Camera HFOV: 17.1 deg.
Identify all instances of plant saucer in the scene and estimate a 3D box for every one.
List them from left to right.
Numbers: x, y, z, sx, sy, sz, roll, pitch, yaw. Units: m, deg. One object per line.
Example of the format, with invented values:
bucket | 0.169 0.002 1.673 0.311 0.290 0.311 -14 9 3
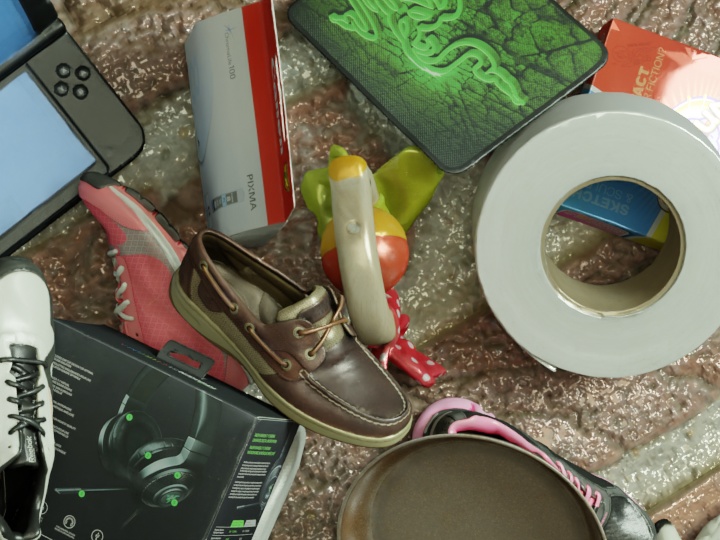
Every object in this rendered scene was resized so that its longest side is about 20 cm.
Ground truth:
plant saucer | 0.083 0.197 1.714 0.200 0.032 0.201 6 118 12

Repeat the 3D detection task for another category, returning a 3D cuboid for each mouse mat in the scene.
mouse mat | 0.063 -0.175 1.765 0.161 0.008 0.200 -37 64 -16

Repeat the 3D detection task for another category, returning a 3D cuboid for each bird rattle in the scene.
bird rattle | 0.000 0.000 1.715 0.112 0.163 0.201 -1 74 10

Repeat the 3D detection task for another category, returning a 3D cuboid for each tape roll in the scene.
tape roll | 0.180 -0.025 1.742 0.202 0.071 0.203 0 107 0

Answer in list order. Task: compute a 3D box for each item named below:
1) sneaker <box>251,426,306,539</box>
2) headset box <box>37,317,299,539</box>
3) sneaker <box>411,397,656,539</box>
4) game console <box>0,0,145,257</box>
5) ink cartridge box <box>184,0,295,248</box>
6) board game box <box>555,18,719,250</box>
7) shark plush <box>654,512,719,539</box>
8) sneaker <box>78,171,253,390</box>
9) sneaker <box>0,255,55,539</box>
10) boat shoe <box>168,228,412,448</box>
sneaker | -0.114 0.185 1.719 0.088 0.075 0.200 29 82 8
headset box | -0.160 0.145 1.656 0.174 0.093 0.200 23 93 19
sneaker | 0.132 0.160 1.741 0.200 0.095 0.079 29 78 -5
game console | -0.276 -0.106 1.702 0.200 0.116 0.176 -38 90 -10
ink cartridge box | -0.086 -0.105 1.685 0.047 0.200 0.161 -6 84 -9
board game box | 0.256 -0.085 1.811 0.199 0.040 0.153 19 82 -5
shark plush | 0.275 0.268 1.765 0.083 0.091 0.201 11 74 -38
sneaker | -0.150 0.019 1.725 0.087 0.074 0.200 -39 94 -6
sneaker | -0.228 0.091 1.586 0.074 0.080 0.201 3 93 -34
boat shoe | -0.043 0.043 1.643 0.200 0.072 0.072 39 48 13
